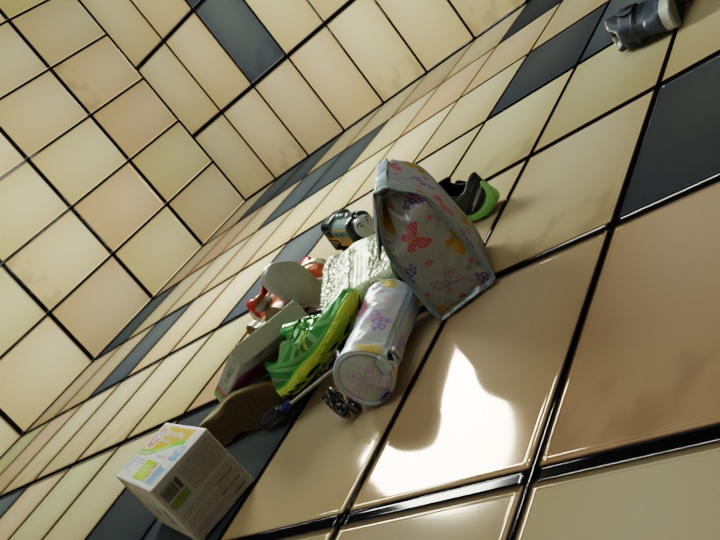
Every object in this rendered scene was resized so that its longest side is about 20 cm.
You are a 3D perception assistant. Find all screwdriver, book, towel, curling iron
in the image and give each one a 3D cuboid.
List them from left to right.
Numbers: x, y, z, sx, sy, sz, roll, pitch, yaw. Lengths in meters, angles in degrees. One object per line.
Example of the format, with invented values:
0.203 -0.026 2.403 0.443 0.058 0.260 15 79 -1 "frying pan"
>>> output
-0.161 0.135 1.288 0.133 0.048 0.200 -38 -9 -30 "book"
-0.093 0.179 1.161 0.200 0.029 0.028 -49 1 43 "screwdriver"
-0.025 0.148 1.130 0.026 0.049 0.200 -52 11 13 "curling iron"
0.000 0.000 1.272 0.147 0.037 0.201 -30 23 14 "towel"

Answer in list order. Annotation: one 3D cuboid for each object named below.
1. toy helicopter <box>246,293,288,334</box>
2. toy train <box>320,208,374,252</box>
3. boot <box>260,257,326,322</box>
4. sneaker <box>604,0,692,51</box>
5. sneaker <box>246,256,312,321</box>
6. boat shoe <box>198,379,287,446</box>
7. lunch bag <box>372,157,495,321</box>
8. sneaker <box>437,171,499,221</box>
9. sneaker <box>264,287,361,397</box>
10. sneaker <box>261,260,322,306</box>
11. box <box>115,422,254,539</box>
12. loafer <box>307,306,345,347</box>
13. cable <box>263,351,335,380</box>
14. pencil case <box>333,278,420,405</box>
-0.156 0.095 1.441 0.079 0.133 0.199 -48 16 -29 "toy helicopter"
-0.006 -0.063 1.565 0.085 0.114 0.200 -43 15 -12 "toy train"
-0.127 0.060 1.610 0.200 0.075 0.108 -42 15 29 "boot"
0.536 -0.488 1.524 0.145 0.077 0.203 -20 26 47 "sneaker"
-0.168 0.029 1.762 0.200 0.085 0.077 -49 18 -31 "sneaker"
-0.184 0.213 1.284 0.199 0.071 0.065 -32 17 33 "boat shoe"
0.083 -0.056 1.145 0.127 0.201 0.170 -36 16 13 "lunch bag"
0.147 -0.114 1.388 0.199 0.084 0.077 -25 20 45 "sneaker"
-0.074 0.095 1.171 0.200 0.084 0.074 -50 -16 21 "sneaker"
-0.108 0.036 1.437 0.088 0.199 0.076 -17 68 41 "sneaker"
-0.253 0.293 1.159 0.113 0.102 0.199 -47 16 -26 "box"
-0.023 0.075 1.310 0.198 0.073 0.072 -19 14 32 "loafer"
-0.107 0.177 1.302 0.200 0.050 0.098 -45 21 38 "cable"
0.026 0.089 1.090 0.091 0.083 0.200 -57 4 29 "pencil case"
